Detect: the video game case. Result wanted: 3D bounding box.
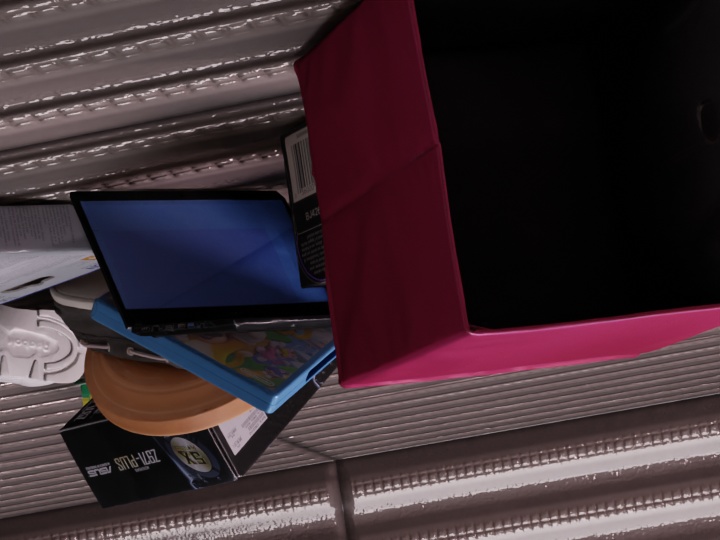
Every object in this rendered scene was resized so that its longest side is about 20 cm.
[{"bbox_3d":[-0.078,0.024,1.568,0.143,0.018,0.200,27,-152,14],"label":"video game case"}]

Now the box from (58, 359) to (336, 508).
[{"bbox_3d":[-0.138,0.109,1.984,0.163,0.086,0.200,-15,-159,35],"label":"box"}]

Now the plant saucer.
[{"bbox_3d":[-0.117,0.040,1.690,0.199,0.201,0.032,-13,129,20],"label":"plant saucer"}]

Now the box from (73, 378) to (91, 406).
[{"bbox_3d":[-0.216,0.130,2.419,0.117,0.049,0.200,-13,168,18],"label":"box"}]

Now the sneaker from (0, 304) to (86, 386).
[{"bbox_3d":[-0.311,0.053,1.762,0.199,0.077,0.080,22,162,-41],"label":"sneaker"}]

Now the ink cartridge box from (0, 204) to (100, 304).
[{"bbox_3d":[-0.294,-0.006,1.591,0.196,0.044,0.199,-18,170,41],"label":"ink cartridge box"}]

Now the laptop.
[{"bbox_3d":[-0.067,-0.010,1.497,0.177,0.104,0.200,-2,178,-36],"label":"laptop"}]

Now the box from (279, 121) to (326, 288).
[{"bbox_3d":[0.065,-0.053,1.456,0.199,0.107,0.122,-1,168,-36],"label":"box"}]

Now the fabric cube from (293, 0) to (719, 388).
[{"bbox_3d":[0.094,-0.054,1.216,0.195,0.201,0.199,-6,172,-19],"label":"fabric cube"}]

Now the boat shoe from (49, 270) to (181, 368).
[{"bbox_3d":[-0.140,0.039,1.644,0.199,0.057,0.067,13,-135,34],"label":"boat shoe"}]
